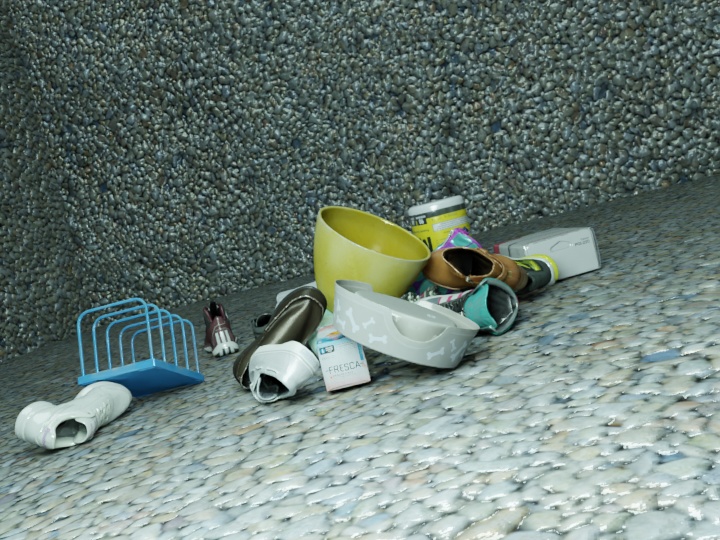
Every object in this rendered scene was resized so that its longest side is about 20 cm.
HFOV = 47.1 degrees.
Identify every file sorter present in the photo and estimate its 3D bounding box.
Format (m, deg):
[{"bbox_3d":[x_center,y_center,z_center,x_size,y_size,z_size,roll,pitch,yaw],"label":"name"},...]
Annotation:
[{"bbox_3d":[-0.377,0.136,1.425,0.137,0.124,0.200,-13,-17,9],"label":"file sorter"}]

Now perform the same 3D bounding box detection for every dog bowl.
[{"bbox_3d":[0.053,0.070,1.082,0.197,0.059,0.200,17,7,-2],"label":"dog bowl"}]

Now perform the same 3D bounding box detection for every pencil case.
[{"bbox_3d":[0.130,0.009,1.477,0.199,0.093,0.085,-40,19,8],"label":"pencil case"}]

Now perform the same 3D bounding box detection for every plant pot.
[{"bbox_3d":[0.000,0.000,1.378,0.198,0.144,0.200,19,19,-7],"label":"plant pot"}]

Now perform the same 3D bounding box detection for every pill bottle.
[{"bbox_3d":[0.168,-0.037,1.617,0.113,0.203,0.114,-14,4,1],"label":"pill bottle"}]

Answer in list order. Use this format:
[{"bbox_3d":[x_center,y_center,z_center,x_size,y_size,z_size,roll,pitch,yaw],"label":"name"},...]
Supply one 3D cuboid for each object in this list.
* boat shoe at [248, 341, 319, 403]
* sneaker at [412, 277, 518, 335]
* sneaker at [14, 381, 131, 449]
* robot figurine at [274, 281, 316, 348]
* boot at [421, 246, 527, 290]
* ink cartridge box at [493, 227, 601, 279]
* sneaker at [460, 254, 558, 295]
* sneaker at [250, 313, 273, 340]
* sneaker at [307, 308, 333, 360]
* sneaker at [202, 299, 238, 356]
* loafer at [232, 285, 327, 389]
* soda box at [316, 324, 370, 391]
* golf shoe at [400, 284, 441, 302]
[{"bbox_3d":[-0.121,0.152,1.153,0.069,0.072,0.199,-48,16,-27],"label":"boat shoe"},{"bbox_3d":[0.151,0.066,1.218,0.197,0.085,0.121,-15,-5,-17],"label":"sneaker"},{"bbox_3d":[-0.421,0.231,1.266,0.099,0.076,0.199,16,18,30],"label":"sneaker"},{"bbox_3d":[-0.078,0.079,1.524,0.198,0.114,0.169,-18,-41,31],"label":"robot figurine"},{"bbox_3d":[0.160,-0.005,1.335,0.198,0.078,0.155,16,1,32],"label":"boot"},{"bbox_3d":[0.364,-0.029,1.632,0.144,0.086,0.200,-15,3,-7],"label":"ink cartridge box"},{"bbox_3d":[0.250,0.010,1.481,0.198,0.076,0.084,-11,6,40],"label":"sneaker"},{"bbox_3d":[-0.158,0.121,1.411,0.070,0.101,0.199,-18,4,-24],"label":"sneaker"},{"bbox_3d":[-0.021,0.114,1.391,0.199,0.074,0.118,8,29,-40],"label":"sneaker"},{"bbox_3d":[-0.316,0.121,1.834,0.075,0.117,0.200,-16,5,-18],"label":"sneaker"},{"bbox_3d":[-0.121,0.113,1.276,0.201,0.073,0.071,-51,17,11],"label":"loafer"},{"bbox_3d":[-0.026,0.118,1.187,0.063,0.069,0.200,-14,3,-2],"label":"soda box"},{"bbox_3d":[0.085,0.083,1.349,0.088,0.078,0.199,-35,-9,22],"label":"golf shoe"}]
